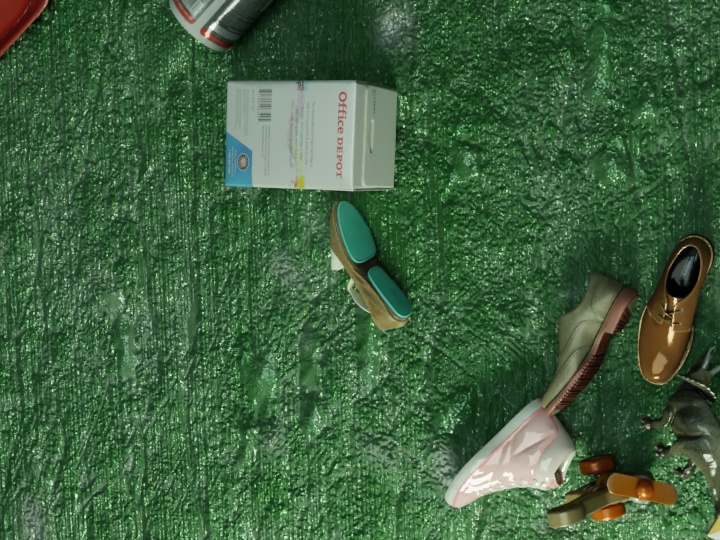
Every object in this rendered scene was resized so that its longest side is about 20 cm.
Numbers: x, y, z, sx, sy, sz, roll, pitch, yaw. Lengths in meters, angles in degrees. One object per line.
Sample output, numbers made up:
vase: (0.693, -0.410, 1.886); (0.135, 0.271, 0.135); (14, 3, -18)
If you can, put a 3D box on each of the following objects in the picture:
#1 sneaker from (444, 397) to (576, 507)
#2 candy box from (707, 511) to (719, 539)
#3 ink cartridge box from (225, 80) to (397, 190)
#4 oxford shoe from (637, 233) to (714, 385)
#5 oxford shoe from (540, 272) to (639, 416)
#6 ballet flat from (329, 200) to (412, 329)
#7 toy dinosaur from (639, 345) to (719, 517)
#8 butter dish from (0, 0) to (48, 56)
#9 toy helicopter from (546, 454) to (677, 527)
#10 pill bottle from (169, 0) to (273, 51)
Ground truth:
sneaker: (0.208, 0.276, 1.563); (0.200, 0.075, 0.105); (-47, 70, 16)
candy box: (0.550, 0.320, 1.419); (0.199, 0.061, 0.137); (31, 106, 20)
ink cartridge box: (-0.067, -0.187, 1.616); (0.199, 0.146, 0.148); (4, 95, 24)
oxford shoe: (0.392, 0.052, 1.467); (0.071, 0.071, 0.201); (16, 102, 21)
oxford shoe: (0.286, 0.097, 1.523); (0.075, 0.070, 0.201); (34, 96, 22)
ballet flat: (0.000, 0.000, 1.653); (0.072, 0.068, 0.201); (-38, 82, 42)
toy dinosaur: (0.416, 0.204, 1.441); (0.102, 0.077, 0.201); (-37, 54, 52)
butter dish: (-0.637, -0.455, 1.857); (0.200, 0.148, 0.200); (-38, 78, 22)
toy helicopter: (0.307, 0.287, 1.451); (0.132, 0.199, 0.079); (-14, 87, 42)
pill bottle: (-0.172, -0.423, 1.664); (0.200, 0.116, 0.116); (-42, 77, 21)
